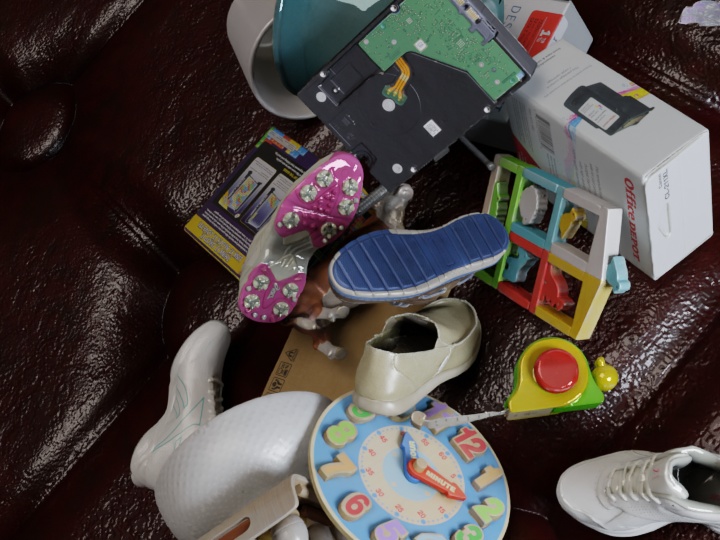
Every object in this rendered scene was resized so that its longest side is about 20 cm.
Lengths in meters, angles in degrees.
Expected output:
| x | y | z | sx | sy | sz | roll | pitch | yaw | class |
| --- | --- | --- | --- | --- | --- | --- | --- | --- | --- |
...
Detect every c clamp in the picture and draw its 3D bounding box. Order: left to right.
| x | y | z | sx | sy | sz | roll | pitch | yaw | class |
| --- | --- | --- | --- | --- | --- | --- | --- | --- | --- |
| 0.021 | -0.103 | 1.301 | 0.199 | 0.027 | 0.171 | -35 | 42 | 4 | c clamp |

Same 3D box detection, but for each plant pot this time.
| x | y | z | sx | sy | sz | roll | pitch | yaw | class |
| --- | --- | --- | --- | --- | --- | --- | --- | --- | --- |
| 0.040 | -0.253 | 1.281 | 0.187 | 0.200 | 0.201 | 20 | 75 | 22 | plant pot |

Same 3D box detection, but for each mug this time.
| x | y | z | sx | sy | sz | roll | pitch | yaw | class |
| --- | --- | --- | --- | --- | --- | --- | --- | --- | --- |
| -0.076 | -0.282 | 1.514 | 0.153 | 0.186 | 0.150 | 52 | 128 | 48 | mug |

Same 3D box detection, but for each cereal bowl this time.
| x | y | z | sx | sy | sz | roll | pitch | yaw | class |
| --- | --- | --- | --- | --- | --- | --- | --- | --- | --- |
| -0.091 | 0.210 | 1.186 | 0.200 | 0.200 | 0.083 | -38 | 55 | 8 | cereal bowl |

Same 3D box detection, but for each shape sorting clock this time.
| x | y | z | sx | sy | sz | roll | pitch | yaw | class |
| --- | --- | --- | --- | --- | --- | --- | --- | --- | --- |
| 0.047 | 0.187 | 1.134 | 0.039 | 0.199 | 0.201 | -59 | 40 | 38 | shape sorting clock |

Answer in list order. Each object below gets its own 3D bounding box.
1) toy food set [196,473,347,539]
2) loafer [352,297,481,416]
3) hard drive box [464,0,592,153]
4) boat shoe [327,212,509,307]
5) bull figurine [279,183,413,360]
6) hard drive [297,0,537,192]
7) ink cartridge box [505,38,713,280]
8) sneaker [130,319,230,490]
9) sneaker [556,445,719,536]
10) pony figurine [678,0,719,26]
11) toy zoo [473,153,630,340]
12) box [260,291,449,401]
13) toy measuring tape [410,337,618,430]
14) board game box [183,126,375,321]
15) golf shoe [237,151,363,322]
| x | y | z | sx | sy | sz | roll | pitch | yaw | class |
| --- | --- | --- | --- | --- | --- | --- | --- | --- | --- |
| -0.069 | 0.265 | 1.138 | 0.143 | 0.200 | 0.061 | -36 | 57 | 10 | toy food set |
| 0.061 | 0.070 | 1.193 | 0.075 | 0.069 | 0.200 | 17 | 31 | 24 | loafer |
| 0.131 | -0.229 | 1.372 | 0.199 | 0.077 | 0.157 | 20 | 76 | 37 | hard drive box |
| 0.052 | 0.003 | 1.196 | 0.073 | 0.199 | 0.072 | 64 | 149 | 24 | boat shoe |
| 0.000 | 0.000 | 1.294 | 0.200 | 0.065 | 0.121 | -45 | 35 | 1 | bull figurine |
| 0.052 | -0.183 | 1.188 | 0.200 | 0.140 | 0.038 | -38 | 13 | 36 | hard drive |
| 0.237 | -0.107 | 1.185 | 0.083 | 0.146 | 0.200 | -35 | 49 | -14 | ink cartridge box |
| -0.177 | 0.154 | 1.360 | 0.080 | 0.070 | 0.201 | 16 | 79 | 27 | sneaker |
| 0.254 | 0.178 | 1.051 | 0.199 | 0.099 | 0.078 | -6 | 61 | 29 | sneaker |
| 0.423 | -0.274 | 1.189 | 0.192 | 0.167 | 0.201 | -5 | 52 | -8 | pony figurine |
| 0.184 | -0.021 | 1.192 | 0.200 | 0.020 | 0.132 | 36 | 121 | 49 | toy zoo |
| -0.008 | 0.082 | 1.317 | 0.163 | 0.021 | 0.201 | 14 | 72 | 35 | box |
| 0.141 | 0.103 | 1.158 | 0.199 | 0.074 | 0.074 | -7 | 57 | -3 | toy measuring tape |
| -0.090 | -0.056 | 1.408 | 0.166 | 0.057 | 0.200 | -49 | 43 | -2 | board game box |
| -0.069 | -0.045 | 1.266 | 0.200 | 0.075 | 0.092 | -54 | 27 | 17 | golf shoe |
